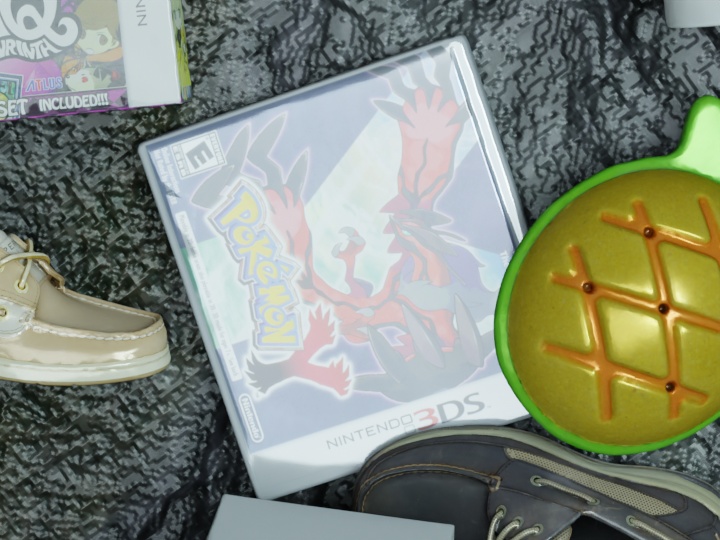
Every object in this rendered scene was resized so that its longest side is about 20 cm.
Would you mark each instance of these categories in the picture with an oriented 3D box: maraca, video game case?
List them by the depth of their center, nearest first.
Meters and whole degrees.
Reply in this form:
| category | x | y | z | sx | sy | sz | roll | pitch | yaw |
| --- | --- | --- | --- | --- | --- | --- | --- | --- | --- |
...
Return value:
| category | x | y | z | sx | sy | sz | roll | pitch | yaw |
| --- | --- | --- | --- | --- | --- | --- | --- | --- | --- |
| maraca | 0.156 | 0.003 | 1.505 | 0.200 | 0.107 | 0.137 | -43 | 99 | -5 |
| video game case | -0.195 | -0.167 | 1.555 | 0.199 | 0.036 | 0.182 | -4 | 95 | 7 |
| video game case | 0.000 | 0.000 | 1.561 | 0.181 | 0.023 | 0.201 | -18 | 95 | 8 |

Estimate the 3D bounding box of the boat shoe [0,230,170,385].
| category | x | y | z | sx | sy | sz | roll | pitch | yaw |
| --- | --- | --- | --- | --- | --- | --- | --- | --- | --- |
| boat shoe | -0.194 | 0.013 | 1.558 | 0.199 | 0.074 | 0.070 | 8 | 104 | 6 |

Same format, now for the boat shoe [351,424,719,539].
| category | x | y | z | sx | sy | sz | roll | pitch | yaw |
| --- | --- | --- | --- | --- | --- | --- | --- | --- | --- |
| boat shoe | 0.092 | 0.130 | 1.533 | 0.199 | 0.073 | 0.075 | 6 | 117 | 5 |

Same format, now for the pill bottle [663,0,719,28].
| category | x | y | z | sx | sy | sz | roll | pitch | yaw |
| --- | --- | --- | --- | --- | --- | --- | --- | --- | --- |
| pill bottle | 0.188 | -0.223 | 1.467 | 0.113 | 0.114 | 0.201 | -4 | 96 | 7 |

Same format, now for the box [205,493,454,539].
| category | x | y | z | sx | sy | sz | roll | pitch | yaw |
| --- | --- | --- | --- | --- | --- | --- | --- | --- | --- |
| box | -0.024 | 0.229 | 1.524 | 0.124 | 0.098 | 0.201 | 7 | 119 | 5 |
